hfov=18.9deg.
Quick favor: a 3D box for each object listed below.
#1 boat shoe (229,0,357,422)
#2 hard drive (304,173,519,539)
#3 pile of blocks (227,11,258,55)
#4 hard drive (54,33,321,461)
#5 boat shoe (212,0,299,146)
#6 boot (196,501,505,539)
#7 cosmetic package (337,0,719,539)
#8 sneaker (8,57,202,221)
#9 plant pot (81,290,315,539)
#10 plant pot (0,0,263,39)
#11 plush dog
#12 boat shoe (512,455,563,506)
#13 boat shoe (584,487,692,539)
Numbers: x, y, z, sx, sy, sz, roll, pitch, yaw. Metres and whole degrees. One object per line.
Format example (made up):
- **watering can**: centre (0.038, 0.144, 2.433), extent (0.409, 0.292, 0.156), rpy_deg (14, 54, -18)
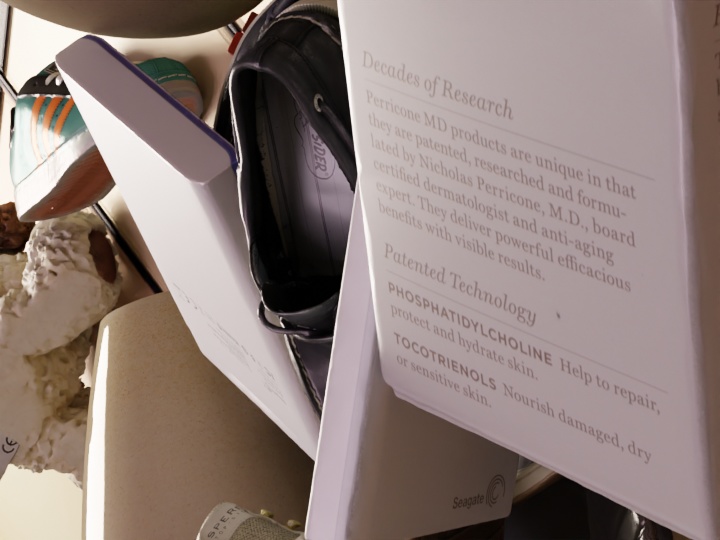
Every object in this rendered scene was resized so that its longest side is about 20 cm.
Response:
- **boat shoe**: centre (-0.015, -0.005, 0.865), extent (0.074, 0.066, 0.200), rpy_deg (8, 114, 28)
- **hard drive**: centre (0.036, 0.004, 0.852), extent (0.027, 0.132, 0.201), rpy_deg (12, 97, 31)
- **pile of blocks**: centre (-0.026, -0.096, 1.006), extent (0.062, 0.082, 0.200), rpy_deg (25, 153, -13)
- **hard drive**: centre (-0.067, -0.005, 1.003), extent (0.132, 0.025, 0.200), rpy_deg (40, 160, 43)
- **boat shoe**: centre (-0.013, -0.089, 0.908), extent (0.075, 0.062, 0.200), rpy_deg (38, 130, -2)
- **boot**: centre (-0.013, 0.131, 0.994), extent (0.154, 0.072, 0.201), rpy_deg (20, 118, 38)
- **cosmetic package**: centre (0.109, -0.051, 0.739), extent (0.166, 0.167, 0.201), rpy_deg (24, 129, 46)
- **sneaker**: centre (-0.160, -0.093, 1.257), extent (0.200, 0.071, 0.080), rpy_deg (-29, 76, 54)
- **plant pot**: centre (-0.077, 0.114, 1.189), extent (0.187, 0.187, 0.201), rpy_deg (-35, 65, 60)
- **plant pot**: centre (-0.099, -0.185, 1.004), extent (0.200, 0.200, 0.135), rpy_deg (39, 173, 40)
- **plush dog**: centre (-0.226, 0.052, 1.423), extent (0.172, 0.160, 0.201), rpy_deg (-117, 15, -71)
- **boat shoe**: centre (0.054, 0.078, 1.028), extent (0.066, 0.072, 0.201), rpy_deg (60, 155, 0)
- **boat shoe**: centre (0.124, 0.051, 0.891), extent (0.076, 0.074, 0.201), rpy_deg (116, 147, -64)
